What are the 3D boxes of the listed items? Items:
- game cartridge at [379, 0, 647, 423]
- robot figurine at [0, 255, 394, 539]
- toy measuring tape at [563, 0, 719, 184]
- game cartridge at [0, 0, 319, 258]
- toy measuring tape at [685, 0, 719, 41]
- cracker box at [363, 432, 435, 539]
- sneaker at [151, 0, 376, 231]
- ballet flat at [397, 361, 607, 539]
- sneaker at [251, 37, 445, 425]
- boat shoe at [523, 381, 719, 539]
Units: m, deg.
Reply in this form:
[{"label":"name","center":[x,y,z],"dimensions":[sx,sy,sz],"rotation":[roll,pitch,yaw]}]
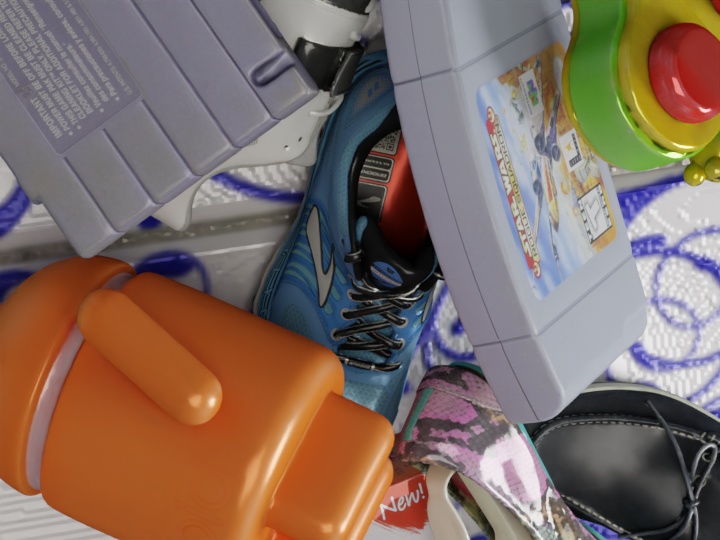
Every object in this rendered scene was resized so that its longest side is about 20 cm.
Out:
[{"label":"game cartridge","center":[0.068,-0.042,1.161],"dimensions":[0.041,0.133,0.200],"rotation":[-13,101,25]},{"label":"robot figurine","center":[-0.085,0.063,1.160],"dimensions":[0.200,0.144,0.117],"rotation":[22,103,12]},{"label":"toy measuring tape","center":[0.099,-0.104,1.131],"dimensions":[0.074,0.074,0.200],"rotation":[-42,113,3]},{"label":"game cartridge","center":[-0.125,-0.120,1.118],"dimensions":[0.130,0.038,0.200],"rotation":[-35,89,14]},{"label":"toy measuring tape","center":[0.159,-0.104,1.212],"dimensions":[0.073,0.074,0.200],"rotation":[20,111,-17]},{"label":"cracker box","center":[-0.005,0.195,1.270],"dimensions":[0.134,0.058,0.200],"rotation":[-21,110,-5]},{"label":"sneaker","center":[-0.032,-0.096,1.169],"dimensions":[0.200,0.074,0.089],"rotation":[-38,111,12]},{"label":"ballet flat","center":[0.074,0.128,1.232],"dimensions":[0.071,0.069,0.200],"rotation":[-52,125,-22]},{"label":"sneaker","center":[0.000,0.000,1.193],"dimensions":[0.078,0.090,0.200],"rotation":[4,107,-14]},{"label":"boat shoe","center":[0.161,0.107,1.278],"dimensions":[0.200,0.062,0.075],"rotation":[20,104,-15]}]
